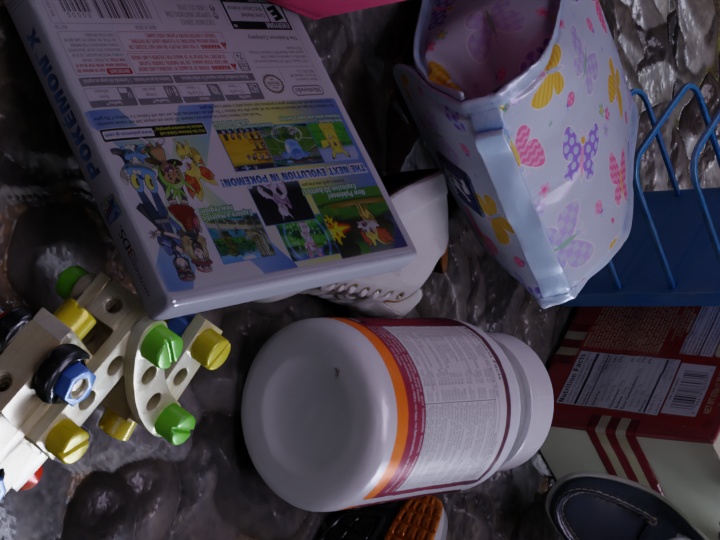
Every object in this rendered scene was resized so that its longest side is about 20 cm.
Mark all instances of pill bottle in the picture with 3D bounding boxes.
[{"bbox_3d":[0.029,0.084,0.921,0.199,0.109,0.111,3,90,-53],"label":"pill bottle"}]

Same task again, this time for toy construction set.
[{"bbox_3d":[-0.145,0.085,0.717,0.201,0.091,0.131,-65,158,-21],"label":"toy construction set"}]

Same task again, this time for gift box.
[{"bbox_3d":[0.261,0.130,1.165,0.185,0.199,0.187,-55,133,-28],"label":"gift box"}]

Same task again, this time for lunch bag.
[{"bbox_3d":[0.103,-0.101,0.980,0.201,0.126,0.170,-80,149,-46],"label":"lunch bag"}]

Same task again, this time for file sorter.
[{"bbox_3d":[0.242,-0.063,1.127,0.139,0.199,0.123,-49,125,-39],"label":"file sorter"}]

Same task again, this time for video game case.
[{"bbox_3d":[-0.071,-0.072,0.784,0.199,0.022,0.183,-11,71,-53],"label":"video game case"}]

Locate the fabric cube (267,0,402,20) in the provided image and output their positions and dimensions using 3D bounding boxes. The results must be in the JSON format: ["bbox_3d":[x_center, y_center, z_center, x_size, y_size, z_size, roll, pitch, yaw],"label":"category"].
[{"bbox_3d":[-0.015,-0.252,0.751,0.195,0.198,0.202,10,82,-45],"label":"fabric cube"}]

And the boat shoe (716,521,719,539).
[{"bbox_3d":[0.336,0.163,1.079,0.198,0.072,0.060,-9,112,-30],"label":"boat shoe"}]

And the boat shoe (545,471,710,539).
[{"bbox_3d":[0.219,0.218,1.078,0.075,0.200,0.062,-51,-179,16],"label":"boat shoe"}]

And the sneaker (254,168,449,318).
[{"bbox_3d":[0.000,0.000,0.908,0.199,0.072,0.086,-25,109,-51],"label":"sneaker"}]

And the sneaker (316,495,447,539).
[{"bbox_3d":[-0.001,0.231,0.931,0.201,0.075,0.092,-57,141,-24],"label":"sneaker"}]
